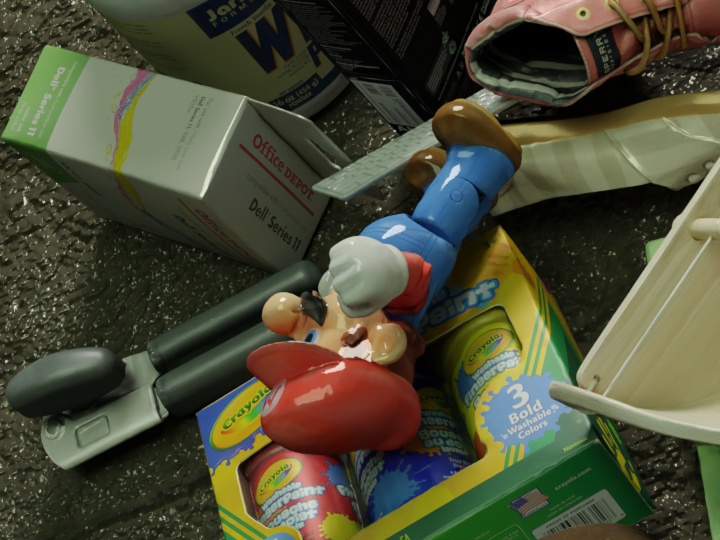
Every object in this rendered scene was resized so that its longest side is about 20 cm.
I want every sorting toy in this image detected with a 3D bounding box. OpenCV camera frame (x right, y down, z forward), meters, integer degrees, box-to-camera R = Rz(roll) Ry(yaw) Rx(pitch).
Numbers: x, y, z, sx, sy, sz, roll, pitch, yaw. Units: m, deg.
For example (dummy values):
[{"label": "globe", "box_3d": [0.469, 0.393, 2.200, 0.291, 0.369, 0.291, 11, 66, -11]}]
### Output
[{"label": "sorting toy", "box_3d": [0.209, 0.014, 0.819, 0.201, 0.107, 0.180, -55, 23, -7]}]

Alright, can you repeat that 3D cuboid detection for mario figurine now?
[{"label": "mario figurine", "box_3d": [0.000, 0.000, 0.932, 0.105, 0.124, 0.201, 10, 52, 30]}]

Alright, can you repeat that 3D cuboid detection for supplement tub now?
[{"label": "supplement tub", "box_3d": [-0.089, -0.187, 1.115, 0.144, 0.200, 0.146, -11, 61, 22]}]

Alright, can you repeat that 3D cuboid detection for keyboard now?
[{"label": "keyboard", "box_3d": [0.066, -0.090, 1.048, 0.199, 0.011, 0.056, -31, 11, -13]}]

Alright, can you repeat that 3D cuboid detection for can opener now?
[{"label": "can opener", "box_3d": [-0.107, 0.054, 1.092, 0.199, 0.067, 0.053, -25, 56, 9]}]

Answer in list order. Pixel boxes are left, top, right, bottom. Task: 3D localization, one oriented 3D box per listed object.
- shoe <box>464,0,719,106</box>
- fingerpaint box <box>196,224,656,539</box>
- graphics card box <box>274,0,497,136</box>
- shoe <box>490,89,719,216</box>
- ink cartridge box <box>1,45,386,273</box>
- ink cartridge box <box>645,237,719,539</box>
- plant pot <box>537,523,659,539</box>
[{"label": "shoe", "box_3d": [0.150, -0.130, 0.980, 0.199, 0.072, 0.091, 3, 42, 38]}, {"label": "fingerpaint box", "box_3d": [0.026, 0.096, 0.969, 0.199, 0.073, 0.167, -31, 40, 10]}, {"label": "graphics card box", "box_3d": [0.018, -0.172, 1.053, 0.051, 0.200, 0.126, 9, 71, 35]}, {"label": "shoe", "box_3d": [0.151, -0.065, 1.021, 0.199, 0.070, 0.054, -5, 92, 29]}, {"label": "ink cartridge box", "box_3d": [-0.097, -0.059, 1.106, 0.199, 0.117, 0.068, 17, 75, 33]}, {"label": "ink cartridge box", "box_3d": [0.226, 0.063, 0.924, 0.145, 0.048, 0.201, -16, 57, 19]}, {"label": "plant pot", "box_3d": [0.116, 0.210, 0.784, 0.186, 0.187, 0.201, -30, 42, 11]}]
